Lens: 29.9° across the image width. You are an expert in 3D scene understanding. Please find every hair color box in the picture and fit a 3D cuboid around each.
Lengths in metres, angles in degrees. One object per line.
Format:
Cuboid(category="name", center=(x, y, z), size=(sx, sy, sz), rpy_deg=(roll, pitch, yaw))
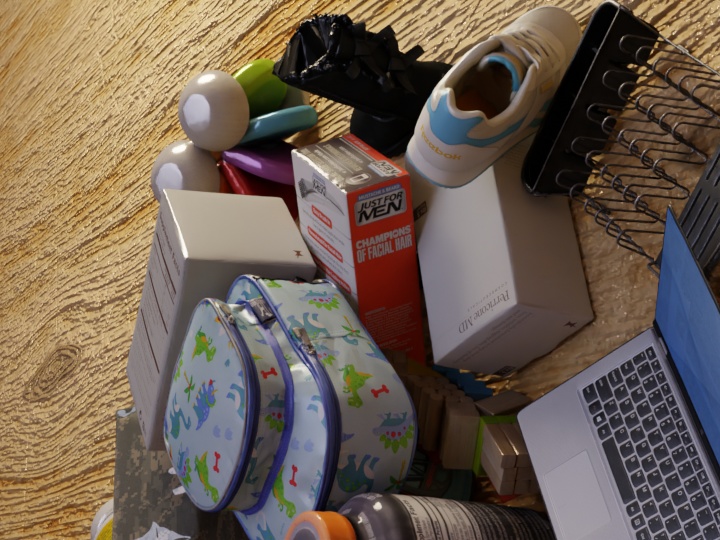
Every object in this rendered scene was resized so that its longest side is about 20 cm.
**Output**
Cuboid(category="hair color box", center=(0.000, 0.000, 1.140), size=(0.111, 0.063, 0.202), rpy_deg=(41, 144, 54))

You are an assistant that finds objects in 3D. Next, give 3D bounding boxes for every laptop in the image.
Cuboid(category="laptop", center=(0.173, 0.103, 0.859), size=(0.199, 0.116, 0.188), rpy_deg=(-36, 46, 24))

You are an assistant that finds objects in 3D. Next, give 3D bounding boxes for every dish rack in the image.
Cuboid(category="dish rack", center=(0.202, -0.085, 0.945), size=(0.154, 0.054, 0.200), rpy_deg=(-67, 30, 21))

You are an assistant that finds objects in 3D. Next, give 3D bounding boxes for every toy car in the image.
Cuboid(category="toy car", center=(-0.114, -0.121, 1.444), size=(0.150, 0.175, 0.201), rpy_deg=(36, 115, 21))

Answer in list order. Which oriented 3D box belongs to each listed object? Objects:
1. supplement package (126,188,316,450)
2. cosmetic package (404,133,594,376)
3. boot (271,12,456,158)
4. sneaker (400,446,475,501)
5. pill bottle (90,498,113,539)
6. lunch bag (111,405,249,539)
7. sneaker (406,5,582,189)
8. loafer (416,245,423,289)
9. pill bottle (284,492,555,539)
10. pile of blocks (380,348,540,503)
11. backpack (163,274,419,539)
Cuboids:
Cuboid(category="supplement package", center=(-0.128, 0.046, 1.189), size=(0.118, 0.116, 0.201), rpy_deg=(-118, 39, -52))
Cuboid(category="cosmetic package", center=(0.106, -0.030, 1.071), size=(0.113, 0.081, 0.202), rpy_deg=(-43, 44, 44))
Cuboid(category="boot", center=(-0.004, -0.166, 1.229), size=(0.198, 0.161, 0.074), rpy_deg=(-14, 67, 58))
Cuboid(category="sneaker", center=(0.019, 0.137, 1.148), size=(0.200, 0.095, 0.080), rpy_deg=(42, 117, 57))
Cuboid(category="pill bottle", center=(-0.238, 0.332, 1.517), size=(0.200, 0.112, 0.113), rpy_deg=(33, 109, 59))
Cuboid(category="lunch bag", center=(-0.150, 0.232, 1.326), size=(0.117, 0.200, 0.165), rpy_deg=(-17, 57, 22))
Cuboid(category="sneaker", center=(0.116, -0.144, 1.018), size=(0.200, 0.076, 0.081), rpy_deg=(-48, -10, -34))
Cuboid(category="loafer", center=(0.022, -0.014, 1.222), size=(0.200, 0.072, 0.073), rpy_deg=(-44, 42, 44))
Cuboid(category="pill bottle", center=(0.043, 0.216, 0.971), size=(0.106, 0.198, 0.107), rpy_deg=(-28, 57, 54))
Cuboid(category="pile of blocks", center=(0.083, 0.126, 1.058), size=(0.199, 0.082, 0.063), rpy_deg=(31, 122, 44))
Cuboid(category="backpack", center=(-0.061, 0.121, 1.052), size=(0.200, 0.146, 0.184), rpy_deg=(48, 127, 43))
